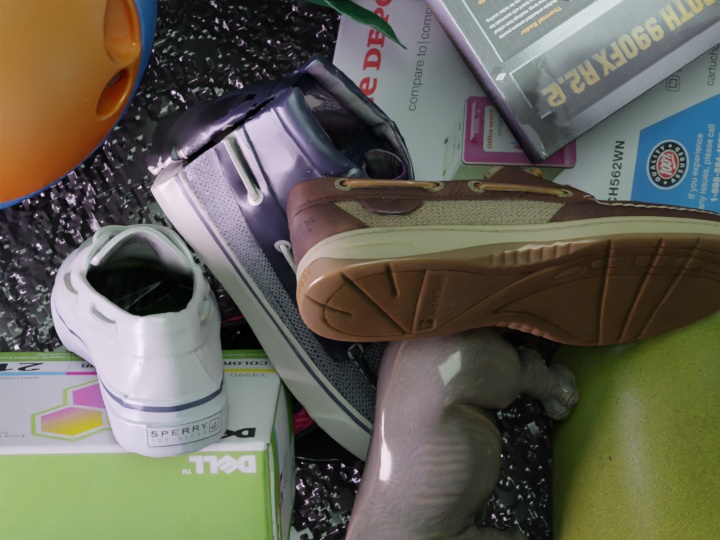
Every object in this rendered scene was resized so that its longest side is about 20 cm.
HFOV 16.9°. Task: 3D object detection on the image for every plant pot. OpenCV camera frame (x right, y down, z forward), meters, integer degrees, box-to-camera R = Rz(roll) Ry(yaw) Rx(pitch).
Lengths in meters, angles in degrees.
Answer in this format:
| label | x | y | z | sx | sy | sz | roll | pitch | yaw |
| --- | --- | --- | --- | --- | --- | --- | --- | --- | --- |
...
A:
| label | x | y | z | sx | sy | sz | roll | pitch | yaw |
| --- | --- | --- | --- | --- | --- | --- | --- | --- | --- |
| plant pot | 0.164 | 0.114 | 1.052 | 0.199 | 0.201 | 0.194 | -9 | 60 | -8 |

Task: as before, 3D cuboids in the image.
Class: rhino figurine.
| label | x | y | z | sx | sy | sz | roll | pitch | yaw |
| --- | --- | --- | --- | --- | --- | --- | --- | --- | --- |
| rhino figurine | 0.029 | 0.107 | 1.032 | 0.087 | 0.060 | 0.201 | 8 | 98 | -44 |

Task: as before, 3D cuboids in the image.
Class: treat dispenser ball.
| label | x | y | z | sx | sy | sz | roll | pitch | yaw |
| --- | --- | --- | --- | --- | --- | --- | --- | --- | --- |
| treat dispenser ball | -0.190 | -0.123 | 1.081 | 0.200 | 0.201 | 0.202 | 1 | 72 | -4 |

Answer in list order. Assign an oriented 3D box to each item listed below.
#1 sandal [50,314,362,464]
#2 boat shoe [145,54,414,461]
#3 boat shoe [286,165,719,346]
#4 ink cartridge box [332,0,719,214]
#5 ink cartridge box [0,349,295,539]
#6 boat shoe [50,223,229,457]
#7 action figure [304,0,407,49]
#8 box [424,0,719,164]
| label | x | y | z | sx | sy | sz | roll | pitch | yaw |
| --- | --- | --- | --- | --- | --- | --- | --- | --- | --- |
| sandal | -0.049 | 0.052 | 1.116 | 0.199 | 0.045 | 0.076 | -5 | 72 | -6 |
| boat shoe | 0.000 | 0.000 | 1.045 | 0.200 | 0.093 | 0.075 | 49 | 39 | -17 |
| boat shoe | 0.066 | -0.016 | 0.994 | 0.199 | 0.072 | 0.072 | -3 | 52 | -15 |
| ink cartridge box | 0.086 | -0.069 | 1.113 | 0.199 | 0.085 | 0.145 | 2 | 69 | 20 |
| ink cartridge box | -0.106 | 0.105 | 1.006 | 0.147 | 0.200 | 0.076 | -1 | 110 | 2 |
| boat shoe | -0.091 | 0.011 | 1.051 | 0.073 | 0.200 | 0.067 | -8 | 112 | -16 |
| action figure | -0.052 | -0.168 | 1.128 | 0.055 | 0.200 | 0.118 | -49 | 120 | -2 |
| box | 0.115 | -0.165 | 1.032 | 0.200 | 0.048 | 0.159 | -34 | 92 | 0 |
